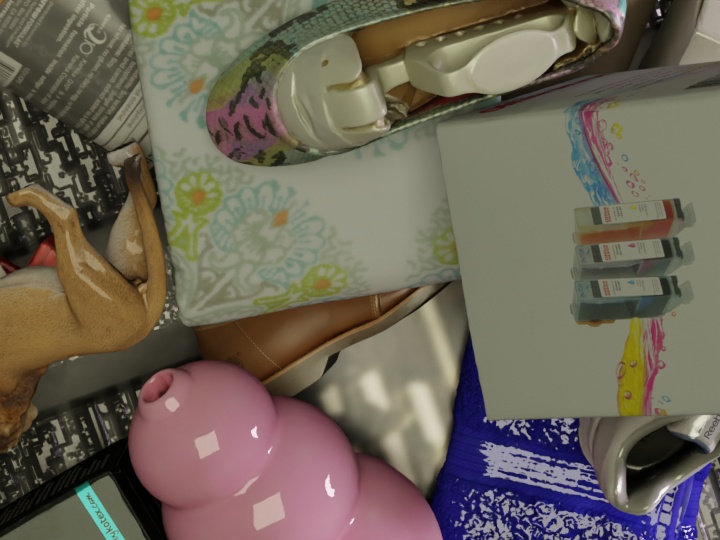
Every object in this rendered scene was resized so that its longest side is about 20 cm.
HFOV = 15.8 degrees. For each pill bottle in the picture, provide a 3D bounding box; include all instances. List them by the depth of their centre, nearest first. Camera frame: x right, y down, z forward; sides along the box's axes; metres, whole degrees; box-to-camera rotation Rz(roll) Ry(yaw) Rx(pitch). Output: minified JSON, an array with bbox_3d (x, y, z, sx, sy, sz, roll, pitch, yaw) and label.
[{"bbox_3d":[-0.105,-0.114,1.294,0.199,0.116,0.117,31,92,-12],"label":"pill bottle"}]

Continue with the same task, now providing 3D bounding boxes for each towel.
[{"bbox_3d":[-0.017,-0.077,1.231,0.170,0.048,0.201,-9,117,-2],"label":"towel"},{"bbox_3d":[0.119,0.097,1.393,0.147,0.050,0.201,13,93,-3],"label":"towel"}]

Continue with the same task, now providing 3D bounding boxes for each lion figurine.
[{"bbox_3d":[-0.155,0.020,1.273,0.199,0.072,0.123,-18,97,41],"label":"lion figurine"}]

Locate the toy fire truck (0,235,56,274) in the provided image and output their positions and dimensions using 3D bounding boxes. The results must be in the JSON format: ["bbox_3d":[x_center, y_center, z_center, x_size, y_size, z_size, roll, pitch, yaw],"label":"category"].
[{"bbox_3d":[-0.221,0.004,1.381,0.141,0.049,0.201,31,93,-2],"label":"toy fire truck"}]

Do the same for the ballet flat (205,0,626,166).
[{"bbox_3d":[0.025,-0.092,1.163,0.199,0.071,0.069,-19,116,2],"label":"ballet flat"}]

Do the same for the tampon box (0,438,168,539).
[{"bbox_3d":[-0.174,0.206,1.355,0.199,0.126,0.150,-30,93,2],"label":"tampon box"}]

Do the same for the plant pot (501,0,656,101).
[{"bbox_3d":[0.072,-0.148,1.323,0.199,0.200,0.174,5,111,-1],"label":"plant pot"}]

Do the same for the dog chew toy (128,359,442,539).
[{"bbox_3d":[-0.044,0.123,1.331,0.124,0.125,0.200,-40,121,1],"label":"dog chew toy"}]

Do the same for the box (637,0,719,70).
[{"bbox_3d":[0.243,-0.071,1.330,0.199,0.109,0.128,22,134,-2],"label":"box"}]

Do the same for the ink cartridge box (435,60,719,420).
[{"bbox_3d":[0.160,-0.019,1.175,0.199,0.145,0.145,-3,101,38],"label":"ink cartridge box"}]

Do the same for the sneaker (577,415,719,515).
[{"bbox_3d":[0.187,0.047,1.301,0.074,0.087,0.200,31,112,-12],"label":"sneaker"}]

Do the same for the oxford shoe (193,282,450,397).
[{"bbox_3d":[0.000,0.000,1.376,0.200,0.071,0.071,-33,90,2],"label":"oxford shoe"}]
